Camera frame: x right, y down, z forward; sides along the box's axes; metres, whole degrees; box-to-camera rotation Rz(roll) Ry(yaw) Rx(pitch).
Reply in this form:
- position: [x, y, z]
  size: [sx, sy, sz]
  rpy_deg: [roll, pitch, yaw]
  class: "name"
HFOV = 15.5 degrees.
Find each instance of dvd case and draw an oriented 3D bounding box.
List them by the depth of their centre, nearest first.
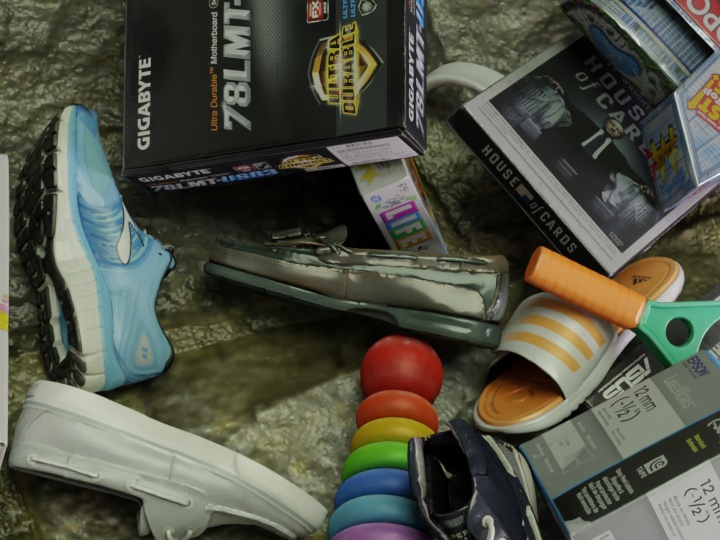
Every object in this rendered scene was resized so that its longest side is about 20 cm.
- position: [0.158, -0.083, 1.796]
  size: [0.150, 0.025, 0.200]
  rpy_deg: [49, 39, 4]
  class: "dvd case"

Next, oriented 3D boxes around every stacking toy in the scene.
- position: [0.021, 0.129, 1.668]
  size: [0.085, 0.086, 0.201]
  rpy_deg: [12, 51, -7]
  class: "stacking toy"

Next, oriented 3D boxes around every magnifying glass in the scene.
- position: [0.197, 0.037, 1.704]
  size: [0.199, 0.022, 0.080]
  rpy_deg: [25, 79, -12]
  class: "magnifying glass"

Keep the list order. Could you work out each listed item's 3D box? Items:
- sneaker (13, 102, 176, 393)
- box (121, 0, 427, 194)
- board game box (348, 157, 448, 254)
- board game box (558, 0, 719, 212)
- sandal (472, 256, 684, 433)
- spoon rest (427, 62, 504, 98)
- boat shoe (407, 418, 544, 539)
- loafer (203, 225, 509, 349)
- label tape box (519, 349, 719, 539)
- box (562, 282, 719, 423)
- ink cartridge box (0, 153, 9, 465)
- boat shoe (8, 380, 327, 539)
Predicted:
- position: [-0.167, -0.013, 1.709]
  size: [0.090, 0.078, 0.201]
  rpy_deg: [1, 67, -29]
  class: "sneaker"
- position: [-0.056, -0.159, 1.698]
  size: [0.197, 0.050, 0.201]
  rpy_deg: [-6, 70, 19]
  class: "box"
- position: [0.000, -0.113, 1.763]
  size: [0.034, 0.135, 0.201]
  rpy_deg: [-22, 65, 5]
  class: "board game box"
- position: [0.243, -0.146, 1.792]
  size: [0.200, 0.062, 0.200]
  rpy_deg: [46, 66, 1]
  class: "board game box"
- position: [0.136, 0.033, 1.741]
  size: [0.207, 0.079, 0.059]
  rpy_deg: [-43, 120, -37]
  class: "sandal"
- position: [0.119, -0.078, 1.810]
  size: [0.200, 0.061, 0.099]
  rpy_deg: [36, 40, 10]
  class: "spoon rest"
- position: [0.076, 0.183, 1.572]
  size: [0.074, 0.093, 0.201]
  rpy_deg: [-28, 58, 18]
  class: "boat shoe"
- position: [0.000, 0.000, 1.718]
  size: [0.199, 0.072, 0.063]
  rpy_deg: [14, 87, 4]
  class: "loafer"
- position: [0.209, 0.110, 1.617]
  size: [0.199, 0.143, 0.066]
  rpy_deg: [-30, 110, 1]
  class: "label tape box"
- position: [0.257, 0.096, 1.757]
  size: [0.200, 0.048, 0.158]
  rpy_deg: [-35, 73, -28]
  class: "box"
- position: [-0.262, 0.047, 1.595]
  size: [0.087, 0.146, 0.201]
  rpy_deg: [5, 58, -13]
  class: "ink cartridge box"
- position: [-0.121, 0.133, 1.631]
  size: [0.199, 0.072, 0.069]
  rpy_deg: [24, 78, -8]
  class: "boat shoe"
